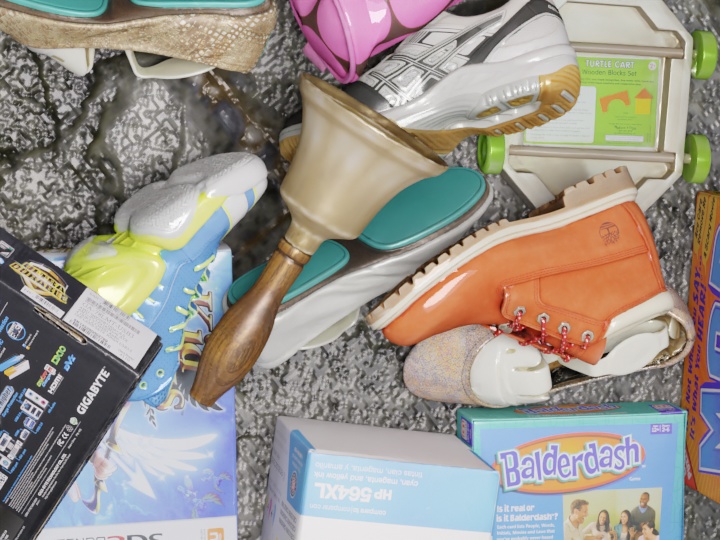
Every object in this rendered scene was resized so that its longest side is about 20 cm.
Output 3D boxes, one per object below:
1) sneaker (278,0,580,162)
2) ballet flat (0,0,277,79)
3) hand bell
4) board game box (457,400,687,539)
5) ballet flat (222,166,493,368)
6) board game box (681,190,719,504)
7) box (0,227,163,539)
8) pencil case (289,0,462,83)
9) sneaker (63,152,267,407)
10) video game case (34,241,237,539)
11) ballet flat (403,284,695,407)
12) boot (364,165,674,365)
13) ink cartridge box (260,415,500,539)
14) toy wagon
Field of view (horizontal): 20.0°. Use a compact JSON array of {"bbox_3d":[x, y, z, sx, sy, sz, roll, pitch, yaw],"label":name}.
[{"bbox_3d":[0.040,-0.120,1.291,0.198,0.076,0.089,-15,70,15],"label":"sneaker"},{"bbox_3d":[-0.151,-0.148,1.256,0.198,0.071,0.066,5,125,-1],"label":"ballet flat"},{"bbox_3d":[-0.043,-0.005,1.211,0.104,0.104,0.201,30,98,-13],"label":"hand bell"},{"bbox_3d":[0.140,0.191,1.366,0.150,0.045,0.202,0,97,-11],"label":"board game box"},{"bbox_3d":[0.000,0.000,1.305,0.199,0.069,0.070,-29,102,-21],"label":"ballet flat"},{"bbox_3d":[0.336,0.059,1.313,0.198,0.200,0.202,2,95,-12],"label":"board game box"},{"bbox_3d":[-0.244,0.062,1.187,0.198,0.050,0.201,35,121,-1],"label":"box"},{"bbox_3d":[0.050,-0.190,1.230,0.199,0.094,0.091,-29,67,-17],"label":"pencil case"},{"bbox_3d":[-0.125,0.016,1.240,0.199,0.076,0.105,-34,111,-1],"label":"sneaker"},{"bbox_3d":[-0.169,0.086,1.290,0.179,0.045,0.202,-2,96,-13],"label":"video game case"},{"bbox_3d":[0.127,0.052,1.332,0.198,0.067,0.069,-16,118,-9],"label":"ballet flat"},{"bbox_3d":[0.103,0.019,1.269,0.199,0.075,0.108,-23,86,-17],"label":"boot"},{"bbox_3d":[0.002,0.207,1.296,0.124,0.129,0.202,7,94,-12],"label":"ink cartridge box"},{"bbox_3d":[0.156,-0.134,1.337,0.153,0.040,0.202,2,95,-12],"label":"toy wagon"}]
